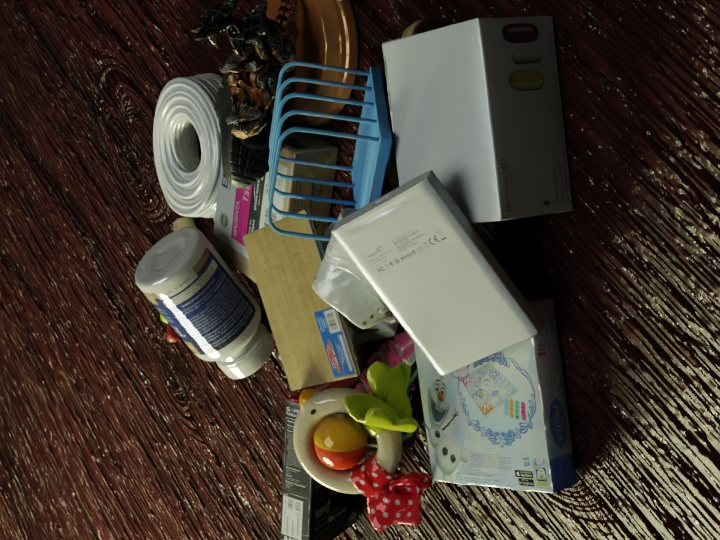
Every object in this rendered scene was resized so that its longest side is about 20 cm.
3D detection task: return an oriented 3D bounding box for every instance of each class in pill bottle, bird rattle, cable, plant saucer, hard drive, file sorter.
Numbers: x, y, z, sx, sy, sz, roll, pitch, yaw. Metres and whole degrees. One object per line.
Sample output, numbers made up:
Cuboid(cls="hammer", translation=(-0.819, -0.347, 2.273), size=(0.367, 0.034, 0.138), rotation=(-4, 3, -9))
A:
Cuboid(cls="pill bottle", translation=(-0.203, 0.049, 1.783), size=(0.110, 0.111, 0.201), rotation=(8, 141, 51))
Cuboid(cls="bird rattle", translation=(0.003, 0.201, 1.533), size=(0.161, 0.113, 0.202), rotation=(7, 122, 16))
Cuboid(cls="cable", translation=(-0.224, -0.173, 1.860), size=(0.200, 0.069, 0.201), rotation=(48, 132, 35))
Cuboid(cls="plant saucer", translation=(-0.077, -0.281, 1.674), size=(0.199, 0.037, 0.203), rotation=(15, 110, 49))
Cuboid(cls="hard drive", translation=(0.078, 0.007, 1.369), size=(0.131, 0.026, 0.201), rotation=(-27, 110, 34))
Cuboid(cls="file sorter", translation=(-0.040, -0.136, 1.510), size=(0.201, 0.121, 0.140), rotation=(-96, 15, -60))

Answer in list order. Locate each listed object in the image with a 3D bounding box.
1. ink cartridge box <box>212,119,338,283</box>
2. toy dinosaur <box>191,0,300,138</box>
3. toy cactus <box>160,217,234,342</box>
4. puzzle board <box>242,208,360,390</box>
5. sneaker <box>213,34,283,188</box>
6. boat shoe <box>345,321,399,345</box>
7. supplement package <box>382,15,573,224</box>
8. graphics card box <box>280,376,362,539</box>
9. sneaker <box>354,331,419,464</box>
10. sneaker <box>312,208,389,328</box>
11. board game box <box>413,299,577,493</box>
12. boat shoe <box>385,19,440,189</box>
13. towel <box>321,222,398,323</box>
Cuboid(cls="ink cartridge box", translation=(-0.115, -0.090, 1.733), size=(0.164, 0.075, 0.202), rotation=(31, 121, 43))
Cuboid(cls="toy dinosaur", translation=(-0.123, -0.262, 1.591), size=(0.101, 0.136, 0.202), rotation=(-13, 55, 26))
Cuboid(cls="toy cactus", translation=(-0.252, 0.006, 1.928), size=(0.200, 0.101, 0.167), rotation=(-48, 50, 55))
Cuboid(cls="puzzle board", translation=(-0.069, 0.038, 1.592), size=(0.150, 0.017, 0.202), rotation=(-18, 90, 54))
Cuboid(cls="sneaker", translation=(-0.144, -0.191, 1.659), size=(0.090, 0.075, 0.202), rotation=(-20, 55, 47))
Cuboid(cls="boat shoe", translation=(-0.009, 0.051, 1.646), size=(0.199, 0.072, 0.063), rotation=(-6, 55, 54))
Cuboid(cls="supplement package", translation=(0.120, -0.152, 1.387), size=(0.155, 0.110, 0.203), rotation=(-3, 96, 52))
Cuboid(cls="graphics card box", translation=(-0.046, 0.240, 1.669), size=(0.050, 0.125, 0.203), rotation=(10, 108, 28))
Cuboid(cls="sneaker", translation=(0.038, 0.165, 1.596), size=(0.201, 0.087, 0.074), rotation=(-60, 23, 12))
Cuboid(cls="sneaker", translation=(0.046, 0.017, 1.457), size=(0.074, 0.198, 0.116), rotation=(-95, 29, -61))
Cuboid(cls="board game box", translation=(0.143, 0.137, 1.472), size=(0.199, 0.043, 0.202), rotation=(-5, 95, 53))
Cuboid(cls="boat shoe", translation=(0.055, -0.182, 1.497), size=(0.064, 0.071, 0.202), rotation=(21, 115, 47))
Cuboid(cls="towel", translation=(0.000, 0.000, 1.582), size=(0.199, 0.034, 0.134), rotation=(-4, 58, 52))
